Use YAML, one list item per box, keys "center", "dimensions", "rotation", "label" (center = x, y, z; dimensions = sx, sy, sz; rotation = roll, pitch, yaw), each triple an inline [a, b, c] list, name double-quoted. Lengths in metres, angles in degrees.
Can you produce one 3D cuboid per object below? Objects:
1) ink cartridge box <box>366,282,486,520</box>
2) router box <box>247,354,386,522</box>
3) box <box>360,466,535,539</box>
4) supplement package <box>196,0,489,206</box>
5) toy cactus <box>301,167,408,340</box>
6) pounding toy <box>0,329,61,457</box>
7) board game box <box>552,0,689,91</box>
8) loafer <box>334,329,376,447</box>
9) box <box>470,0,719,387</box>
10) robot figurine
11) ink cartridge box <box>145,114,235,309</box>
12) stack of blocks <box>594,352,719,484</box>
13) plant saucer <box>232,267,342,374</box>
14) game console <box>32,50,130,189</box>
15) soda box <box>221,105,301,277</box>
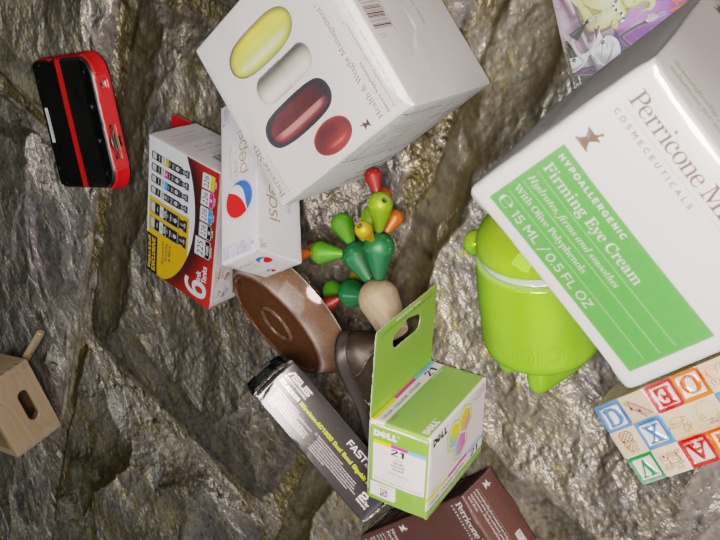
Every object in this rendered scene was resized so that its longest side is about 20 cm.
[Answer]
- center: [0.075, 0.137, 0.890]
  dimensions: [0.075, 0.148, 0.201]
  rotation: [15, 118, 28]
  label: "ink cartridge box"
- center: [-0.050, 0.197, 1.002]
  dimensions: [0.200, 0.062, 0.150]
  rotation: [50, 169, -4]
  label: "router box"
- center: [0.101, 0.324, 1.003]
  dimensions: [0.200, 0.075, 0.100]
  rotation: [-38, 82, 41]
  label: "box"
- center: [-0.021, -0.204, 0.829]
  dimensions: [0.200, 0.147, 0.192]
  rotation: [-33, 86, 42]
  label: "supplement package"
- center: [0.000, 0.000, 0.917]
  dimensions: [0.200, 0.102, 0.166]
  rotation: [-52, 55, 42]
  label: "toy cactus"
- center: [-0.668, 0.224, 1.579]
  dimensions: [0.183, 0.142, 0.201]
  rotation: [3, 121, 39]
  label: "pounding toy"
- center: [0.216, -0.252, 0.694]
  dimensions: [0.120, 0.032, 0.201]
  rotation: [-8, 103, 37]
  label: "board game box"
- center: [0.034, 0.151, 0.963]
  dimensions: [0.071, 0.073, 0.201]
  rotation: [-11, 125, 21]
  label: "loafer"
- center: [0.233, -0.063, 0.623]
  dimensions: [0.199, 0.200, 0.171]
  rotation: [51, 132, -4]
  label: "box"
- center: [0.167, 0.015, 0.772]
  dimensions: [0.175, 0.115, 0.201]
  rotation: [36, 145, 49]
  label: "robot figurine"
- center: [-0.224, -0.081, 1.093]
  dimensions: [0.175, 0.084, 0.201]
  rotation: [28, 125, 28]
  label: "ink cartridge box"
- center: [0.327, 0.127, 0.739]
  dimensions: [0.200, 0.058, 0.115]
  rotation: [-36, 84, 43]
  label: "stack of blocks"
- center: [-0.095, 0.057, 1.023]
  dimensions: [0.200, 0.034, 0.201]
  rotation: [39, 154, 23]
  label: "plant saucer"
- center: [-0.417, -0.221, 1.238]
  dimensions: [0.176, 0.031, 0.201]
  rotation: [8, 113, 43]
  label: "game console"
- center: [-0.114, -0.099, 0.942]
  dimensions: [0.063, 0.068, 0.201]
  rotation: [-19, 65, 38]
  label: "soda box"
